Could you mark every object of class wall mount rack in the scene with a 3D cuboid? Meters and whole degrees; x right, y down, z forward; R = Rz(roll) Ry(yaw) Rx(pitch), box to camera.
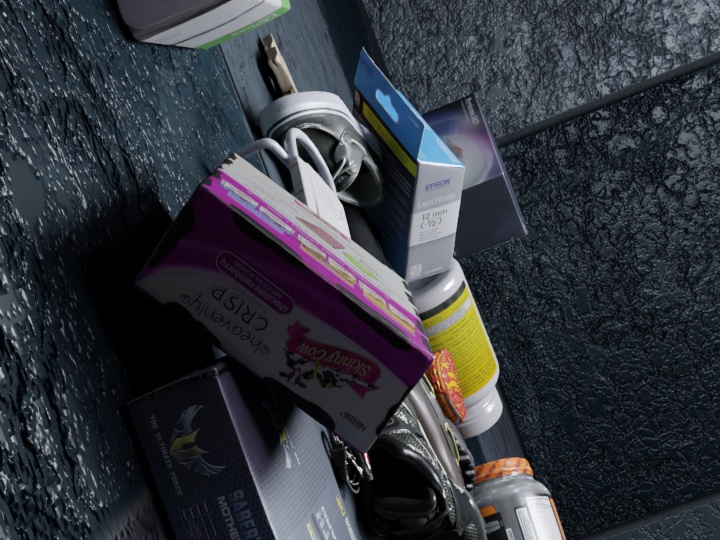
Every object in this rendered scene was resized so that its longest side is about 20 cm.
[{"bbox_3d":[-0.035,0.004,0.898,0.174,0.074,0.202,48,22,-46],"label":"wall mount rack"}]

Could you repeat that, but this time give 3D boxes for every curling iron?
[{"bbox_3d":[-0.024,0.077,0.980,0.050,0.025,0.202,63,10,-59],"label":"curling iron"}]

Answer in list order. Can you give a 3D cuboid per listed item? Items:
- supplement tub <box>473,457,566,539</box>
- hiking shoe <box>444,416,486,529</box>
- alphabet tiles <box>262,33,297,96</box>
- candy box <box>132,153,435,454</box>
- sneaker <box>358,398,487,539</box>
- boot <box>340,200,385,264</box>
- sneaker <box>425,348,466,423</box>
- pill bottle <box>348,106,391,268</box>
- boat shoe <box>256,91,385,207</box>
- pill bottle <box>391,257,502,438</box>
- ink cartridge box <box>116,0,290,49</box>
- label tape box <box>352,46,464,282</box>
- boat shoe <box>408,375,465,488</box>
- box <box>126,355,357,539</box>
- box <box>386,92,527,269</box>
[{"bbox_3d":[0.174,0.321,1.400,0.123,0.121,0.202,55,17,-62],"label":"supplement tub"},{"bbox_3d":[0.070,0.193,1.237,0.201,0.075,0.101,75,-7,-47],"label":"hiking shoe"},{"bbox_3d":[-0.058,-0.148,1.326,0.196,0.014,0.202,-110,177,-63],"label":"alphabet tiles"},{"bbox_3d":[-0.037,0.008,0.660,0.136,0.061,0.200,37,7,-6],"label":"candy box"},{"bbox_3d":[0.048,0.199,1.019,0.115,0.075,0.201,-92,158,-61],"label":"sneaker"},{"bbox_3d":[0.000,0.001,1.192,0.166,0.065,0.202,73,6,-48],"label":"boot"},{"bbox_3d":[0.063,0.125,1.255,0.200,0.076,0.074,93,-15,-78],"label":"sneaker"},{"bbox_3d":[0.039,-0.108,1.576,0.111,0.110,0.202,34,37,-77],"label":"pill bottle"},{"bbox_3d":[-0.023,-0.109,1.170,0.199,0.072,0.072,18,46,-60],"label":"boat shoe"},{"bbox_3d":[0.095,0.092,1.461,0.113,0.111,0.202,-93,162,-65],"label":"pill bottle"},{"bbox_3d":[-0.123,-0.238,0.868,0.200,0.083,0.148,-64,133,-80],"label":"ink cartridge box"},{"bbox_3d":[0.046,-0.111,1.282,0.144,0.065,0.202,55,-31,40],"label":"label tape box"},{"bbox_3d":[0.058,0.165,1.113,0.061,0.071,0.203,-42,115,-47],"label":"boat shoe"},{"bbox_3d":[-0.039,0.140,0.625,0.158,0.050,0.202,-13,82,-81],"label":"box"},{"bbox_3d":[0.104,-0.116,1.729,0.201,0.196,0.124,-102,169,-49],"label":"box"}]
